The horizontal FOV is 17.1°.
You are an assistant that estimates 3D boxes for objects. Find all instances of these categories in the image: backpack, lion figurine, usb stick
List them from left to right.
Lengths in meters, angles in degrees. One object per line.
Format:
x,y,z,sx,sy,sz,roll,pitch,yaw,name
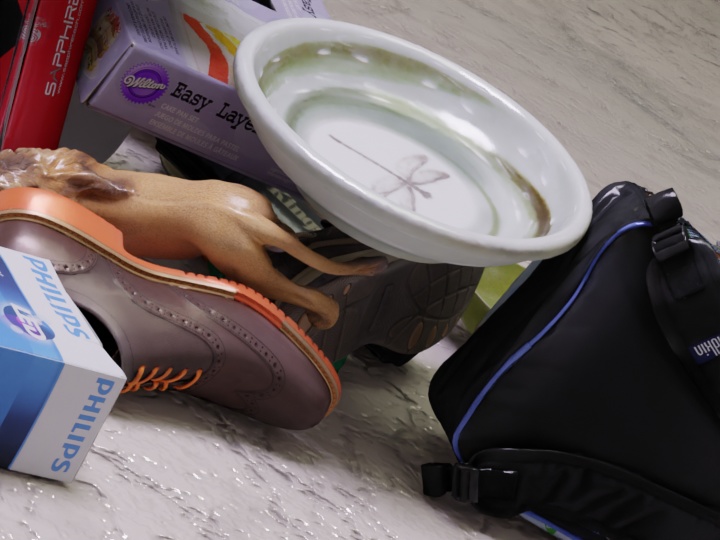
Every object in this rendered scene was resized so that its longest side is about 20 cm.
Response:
-0.096,-0.022,1.185,0.199,0.073,0.123,-3,-24,19,lion figurine
-0.040,-0.021,1.394,0.200,0.033,0.055,44,20,8,usb stick
0.151,0.068,1.268,0.190,0.200,0.154,39,14,-15,backpack

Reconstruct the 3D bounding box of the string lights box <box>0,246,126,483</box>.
-0.206,0.019,0.990,0.199,0.059,0.103,18,20,-36,string lights box

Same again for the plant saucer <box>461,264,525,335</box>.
0.131,0.057,1.487,0.199,0.031,0.200,33,14,-9,plant saucer

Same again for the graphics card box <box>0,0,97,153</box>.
-0.223,-0.142,1.260,0.199,0.126,0.051,21,8,38,graphics card box

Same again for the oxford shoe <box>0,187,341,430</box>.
-0.100,0.038,1.143,0.199,0.071,0.073,26,43,-19,oxford shoe

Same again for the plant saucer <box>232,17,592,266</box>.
0.020,-0.055,1.221,0.199,0.050,0.200,22,28,-12,plant saucer

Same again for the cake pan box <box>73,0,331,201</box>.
-0.085,-0.131,1.323,0.184,0.052,0.200,25,27,-34,cake pan box

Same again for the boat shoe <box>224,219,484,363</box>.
0.000,0.000,1.310,0.073,0.075,0.200,35,20,25,boat shoe

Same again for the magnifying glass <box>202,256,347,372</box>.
-0.069,0.004,1.357,0.079,0.022,0.200,17,22,-36,magnifying glass

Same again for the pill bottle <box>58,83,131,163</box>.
-0.216,-0.137,1.359,0.200,0.113,0.113,39,18,32,pill bottle

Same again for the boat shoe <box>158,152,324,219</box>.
-0.032,-0.052,1.451,0.199,0.072,0.076,24,60,6,boat shoe
